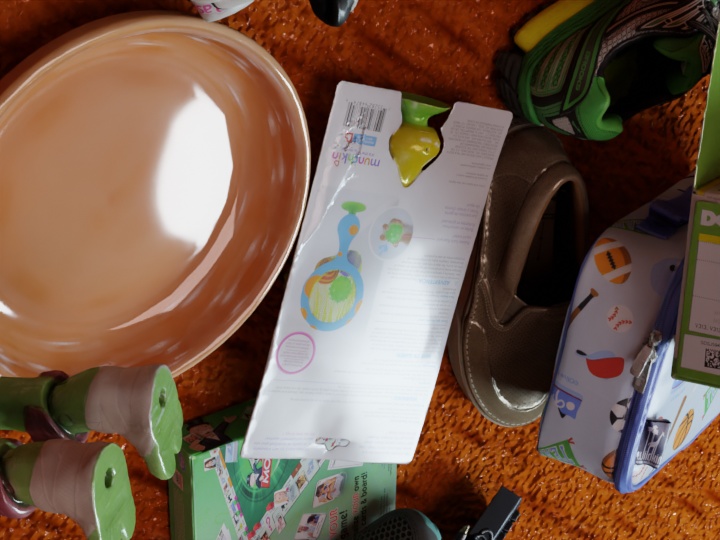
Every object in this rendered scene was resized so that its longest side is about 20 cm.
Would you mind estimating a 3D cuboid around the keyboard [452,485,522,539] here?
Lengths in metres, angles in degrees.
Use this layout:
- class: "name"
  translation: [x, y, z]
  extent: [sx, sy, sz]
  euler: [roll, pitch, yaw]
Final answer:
- class: "keyboard"
  translation: [0.036, 0.211, 1.198]
  extent: [0.200, 0.021, 0.127]
  euler: [-55, 166, -16]

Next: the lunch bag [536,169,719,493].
- class: "lunch bag"
  translation: [0.173, 0.028, 1.166]
  extent: [0.200, 0.075, 0.161]
  euler: [-32, 141, -57]

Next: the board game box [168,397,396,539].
- class: "board game box"
  translation: [-0.042, 0.155, 1.157]
  extent: [0.134, 0.029, 0.201]
  euler: [-18, 127, -28]

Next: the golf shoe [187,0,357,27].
- class: "golf shoe"
  translation: [-0.065, -0.153, 0.899]
  extent: [0.199, 0.073, 0.093]
  euler: [2, 106, -39]

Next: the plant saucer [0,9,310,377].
- class: "plant saucer"
  translation: [-0.115, -0.032, 0.971]
  extent: [0.199, 0.037, 0.201]
  euler: [-20, 127, -28]

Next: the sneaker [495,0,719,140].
- class: "sneaker"
  translation: [0.173, -0.133, 1.101]
  extent: [0.200, 0.085, 0.078]
  euler: [-40, 135, -12]

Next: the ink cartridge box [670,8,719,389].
- class: "ink cartridge box"
  translation: [0.228, -0.047, 1.068]
  extent: [0.148, 0.075, 0.201]
  euler: [-24, 122, -60]

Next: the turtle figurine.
- class: "turtle figurine"
  translation: [-0.182, 0.100, 0.905]
  extent: [0.144, 0.193, 0.201]
  euler: [21, 72, -73]

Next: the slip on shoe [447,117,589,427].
- class: "slip on shoe"
  translation: [0.096, 0.012, 1.151]
  extent: [0.076, 0.061, 0.201]
  euler: [-19, 127, -29]

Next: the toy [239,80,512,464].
- class: "toy"
  translation: [0.000, 0.000, 1.078]
  extent: [0.115, 0.047, 0.201]
  euler: [6, 108, -37]

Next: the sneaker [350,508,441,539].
- class: "sneaker"
  translation: [-0.039, 0.198, 1.118]
  extent: [0.200, 0.078, 0.091]
  euler: [-44, 132, -8]
